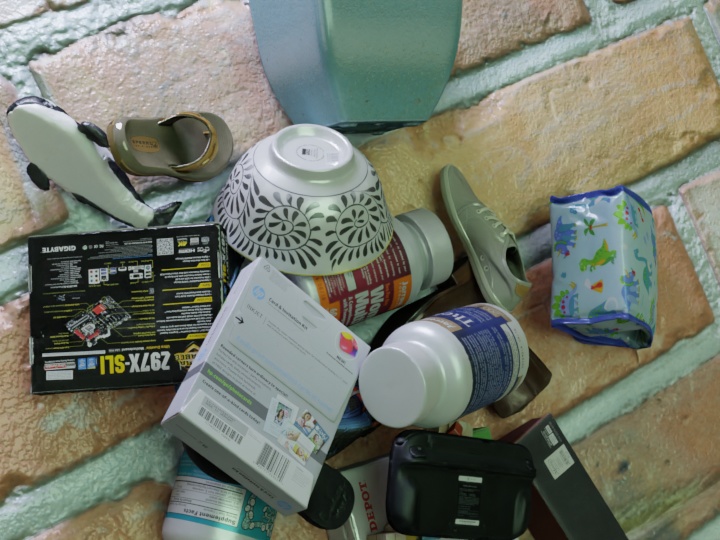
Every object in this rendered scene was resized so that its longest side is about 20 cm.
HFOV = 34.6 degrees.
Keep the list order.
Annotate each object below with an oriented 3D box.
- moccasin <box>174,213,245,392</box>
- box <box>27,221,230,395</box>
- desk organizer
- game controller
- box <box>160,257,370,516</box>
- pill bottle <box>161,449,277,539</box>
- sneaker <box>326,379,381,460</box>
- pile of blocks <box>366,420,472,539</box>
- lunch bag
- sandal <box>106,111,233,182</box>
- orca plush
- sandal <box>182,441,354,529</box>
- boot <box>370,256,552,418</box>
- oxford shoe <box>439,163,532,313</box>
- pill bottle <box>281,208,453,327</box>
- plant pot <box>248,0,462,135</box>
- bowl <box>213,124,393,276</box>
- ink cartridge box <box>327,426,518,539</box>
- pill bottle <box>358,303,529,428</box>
[{"bbox_3d":[-0.150,0.037,1.231,0.068,0.080,0.201,16,74,-19],"label":"moccasin"},{"bbox_3d":[-0.231,0.039,1.162,0.198,0.049,0.161,-5,82,1],"label":"box"},{"bbox_3d":[0.233,0.275,1.378,0.072,0.077,0.201,-35,96,-28],"label":"desk organizer"},{"bbox_3d":[0.106,0.224,1.194,0.199,0.042,0.105,14,85,-37],"label":"game controller"},{"bbox_3d":[-0.085,0.109,1.115,0.156,0.041,0.201,40,49,-19],"label":"box"},{"bbox_3d":[-0.137,0.229,1.183,0.110,0.111,0.201,21,72,-22],"label":"pill bottle"},{"bbox_3d":[-0.023,0.149,1.252,0.079,0.075,0.200,53,22,9],"label":"sneaker"},{"bbox_3d":[0.079,0.242,1.220,0.082,0.062,0.201,35,66,-14],"label":"pile of blocks"},{"bbox_3d":[0.317,0.002,1.452,0.200,0.127,0.171,18,70,-53],"label":"lunch bag"},{"bbox_3d":[-0.187,-0.138,1.218,0.200,0.054,0.081,-12,79,-63],"label":"sandal"},{"bbox_3d":[-0.274,-0.120,1.208,0.199,0.105,0.071,29,37,-16],"label":"orca plush"},{"bbox_3d":[-0.081,0.188,1.133,0.200,0.043,0.076,31,67,-25],"label":"sandal"},{"bbox_3d":[0.126,0.112,1.371,0.186,0.064,0.201,-39,103,-25],"label":"boot"},{"bbox_3d":[0.152,-0.044,1.385,0.075,0.058,0.201,13,49,-56],"label":"oxford shoe"},{"bbox_3d":[0.000,0.000,1.298,0.199,0.109,0.110,-19,89,-28],"label":"pill bottle"},{"bbox_3d":[-0.002,-0.258,1.311,0.195,0.196,0.202,-5,92,-27],"label":"plant pot"},{"bbox_3d":[-0.056,-0.093,1.236,0.199,0.095,0.201,5,40,-5],"label":"bowl"},{"bbox_3d":[0.063,0.271,1.289,0.199,0.084,0.147,-11,84,-27],"label":"ink cartridge box"},{"bbox_3d":[0.087,0.102,1.220,0.200,0.111,0.112,-13,85,-54],"label":"pill bottle"}]
